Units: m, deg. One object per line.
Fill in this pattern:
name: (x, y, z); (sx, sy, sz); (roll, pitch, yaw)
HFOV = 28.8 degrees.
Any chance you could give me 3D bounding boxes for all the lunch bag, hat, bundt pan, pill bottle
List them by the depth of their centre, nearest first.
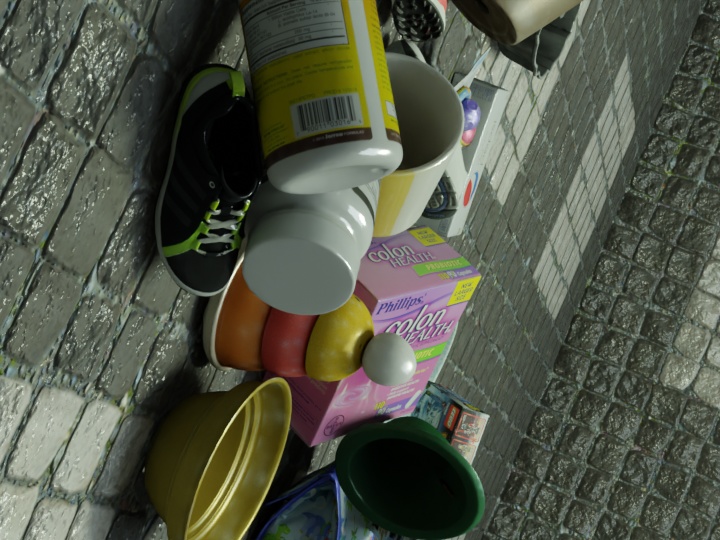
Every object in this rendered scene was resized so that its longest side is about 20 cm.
pill bottle: (-0.035, -0.169, 1.092); (0.109, 0.108, 0.203); (19, 60, -73)
pill bottle: (-0.040, -0.069, 1.203); (0.115, 0.112, 0.202); (92, 6, -49)
hat: (0.072, 0.182, 1.562); (0.177, 0.198, 0.167); (-56, 134, -47)
lunch bag: (-0.046, 0.313, 1.731); (0.202, 0.127, 0.170); (-62, 165, 17)
bundt pan: (0.240, -0.363, 1.870); (0.203, 0.075, 0.203); (-57, 160, -35)

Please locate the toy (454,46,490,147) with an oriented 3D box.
toy: (0.105, -0.157, 1.652); (0.115, 0.047, 0.201); (-51, 176, -40)

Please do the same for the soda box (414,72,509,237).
soda box: (0.126, -0.147, 1.806); (0.068, 0.063, 0.202); (-11, 122, -70)

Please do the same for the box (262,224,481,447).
box: (0.010, 0.068, 1.512); (0.175, 0.097, 0.202); (-12, 134, -47)

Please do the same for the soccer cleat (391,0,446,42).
soccer cleat: (0.052, -0.314, 1.396); (0.201, 0.067, 0.074); (72, 20, -59)

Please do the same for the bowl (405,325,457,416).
bowl: (0.028, 0.115, 1.732); (0.201, 0.107, 0.201); (-54, 164, -23)

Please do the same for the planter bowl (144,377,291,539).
planter bowl: (-0.147, 0.180, 1.326); (0.201, 0.083, 0.202); (-56, 159, -34)

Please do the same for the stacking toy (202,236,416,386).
stacking toy: (-0.036, 0.057, 1.319); (0.147, 0.198, 0.147); (-56, 160, -33)

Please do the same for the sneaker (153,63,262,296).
sneaker: (-0.117, -0.062, 1.098); (0.071, 0.083, 0.203); (-8, 119, -25)

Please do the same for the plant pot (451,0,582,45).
plant pot: (0.188, -0.356, 1.578); (0.174, 0.199, 0.200); (-48, 160, -7)

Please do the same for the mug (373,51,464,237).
mug: (0.001, -0.111, 1.401); (0.154, 0.184, 0.151); (102, -18, -58)

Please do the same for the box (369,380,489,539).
box: (0.080, 0.244, 1.670); (0.202, 0.039, 0.137); (-70, -161, 4)

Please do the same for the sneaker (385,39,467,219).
sneaker: (0.067, -0.159, 1.532); (0.087, 0.074, 0.202); (-54, 133, -53)
